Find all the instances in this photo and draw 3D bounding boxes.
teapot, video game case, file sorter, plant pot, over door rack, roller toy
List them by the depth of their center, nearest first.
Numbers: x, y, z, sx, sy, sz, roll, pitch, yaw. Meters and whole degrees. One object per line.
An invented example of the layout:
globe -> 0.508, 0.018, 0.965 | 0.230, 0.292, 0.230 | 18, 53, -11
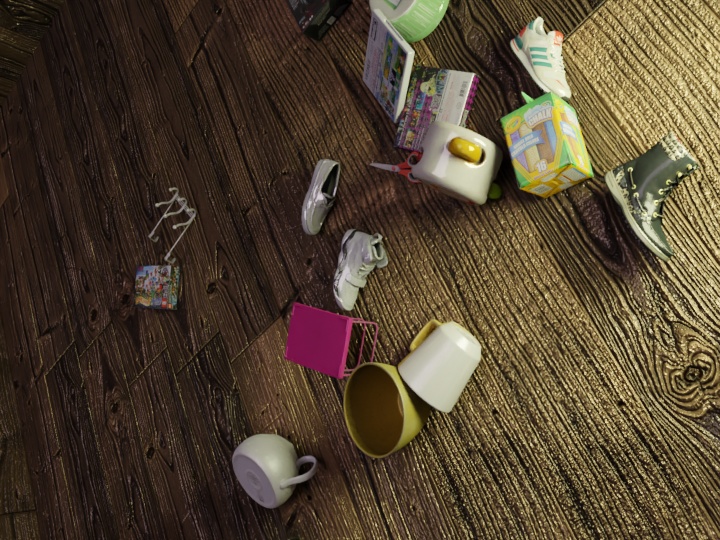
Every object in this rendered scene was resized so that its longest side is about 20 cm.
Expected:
roller toy -> 0.209, -0.237, 1.567 | 0.180, 0.198, 0.143 | 26, 95, 41
plant pot -> 0.075, 0.302, 1.626 | 0.197, 0.140, 0.206 | 1, 92, 47
video game case -> 0.177, -0.372, 1.718 | 0.179, 0.035, 0.205 | 20, 97, 41
video game case -> 0.065, -0.496, 1.771 | 0.184, 0.022, 0.203 | 59, 154, 32
file sorter -> -0.069, 0.172, 1.791 | 0.197, 0.124, 0.143 | 12, 92, 42
teapot -> -0.222, 0.496, 1.871 | 0.200, 0.145, 0.199 | 45, 140, 13
over door rack -> -0.620, -0.148, 2.355 | 0.148, 0.066, 0.203 | 43, 111, 37

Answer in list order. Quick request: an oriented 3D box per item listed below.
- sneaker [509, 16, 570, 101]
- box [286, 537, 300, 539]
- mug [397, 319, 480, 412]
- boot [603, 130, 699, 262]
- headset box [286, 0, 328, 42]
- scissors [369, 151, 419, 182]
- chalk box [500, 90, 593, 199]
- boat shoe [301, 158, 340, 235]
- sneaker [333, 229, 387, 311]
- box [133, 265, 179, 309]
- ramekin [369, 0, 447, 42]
sneaker -> 0.392, -0.446, 1.519 | 0.094, 0.069, 0.203 | -47, 54, 32
box -> -0.209, 0.813, 1.868 | 0.198, 0.047, 0.198 | -32, 61, 34
mug -> 0.170, 0.185, 1.576 | 0.187, 0.148, 0.154 | 45, 104, 28
boot -> 0.555, -0.138, 1.332 | 0.153, 0.073, 0.207 | -38, 60, 28
headset box -> -0.127, -0.767, 2.015 | 0.148, 0.076, 0.203 | -40, 61, 29
scissors -> 0.091, -0.243, 1.783 | 0.198, 0.014, 0.075 | -4, 107, 51
chalk box -> 0.373, -0.271, 1.475 | 0.122, 0.123, 0.206 | -22, 71, 36
boat shoe -> -0.101, -0.191, 1.908 | 0.064, 0.072, 0.206 | 13, 93, 45
sneaker -> 0.000, 0.000, 1.789 | 0.113, 0.074, 0.206 | 3, 82, 43
box -> -0.670, 0.055, 2.386 | 0.196, 0.037, 0.141 | -1, 83, 41
ramekin -> 0.113, -0.675, 1.777 | 0.196, 0.096, 0.206 | -8, 78, 40
